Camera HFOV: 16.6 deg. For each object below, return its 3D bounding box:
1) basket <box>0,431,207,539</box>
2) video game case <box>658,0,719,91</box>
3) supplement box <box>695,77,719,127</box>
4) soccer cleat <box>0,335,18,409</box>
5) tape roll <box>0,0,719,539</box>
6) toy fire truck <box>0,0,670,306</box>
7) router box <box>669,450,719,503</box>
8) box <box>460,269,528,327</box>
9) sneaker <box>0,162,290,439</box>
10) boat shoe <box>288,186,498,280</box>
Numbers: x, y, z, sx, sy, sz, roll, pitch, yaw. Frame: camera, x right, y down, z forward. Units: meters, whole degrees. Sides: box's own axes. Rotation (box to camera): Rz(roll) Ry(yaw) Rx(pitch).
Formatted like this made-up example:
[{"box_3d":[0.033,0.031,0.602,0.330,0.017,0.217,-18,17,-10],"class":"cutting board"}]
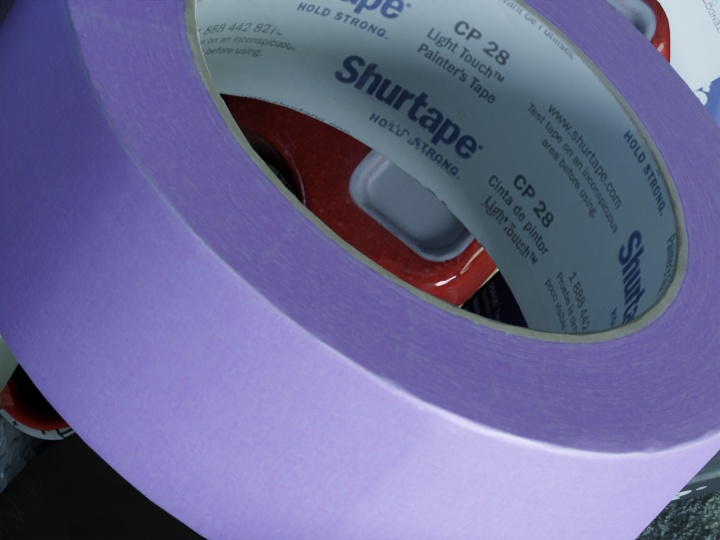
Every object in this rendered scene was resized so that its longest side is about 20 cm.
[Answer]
[{"box_3d":[-0.030,0.128,0.625,0.180,0.136,0.200,-49,-150,8],"class":"basket"},{"box_3d":[0.047,-0.176,0.788,0.181,0.045,0.200,53,6,-41],"class":"video game case"},{"box_3d":[0.043,-0.098,0.921,0.110,0.199,0.109,-72,171,-52],"class":"supplement box"},{"box_3d":[-0.149,0.071,0.664,0.077,0.069,0.201,12,105,-48],"class":"soccer cleat"},{"box_3d":[0.004,-0.016,0.599,0.066,0.200,0.200,-53,-179,35],"class":"tape roll"},{"box_3d":[-0.027,-0.045,0.730,0.200,0.168,0.112,-48,162,-14],"class":"toy fire truck"},{"box_3d":[0.057,0.027,0.956,0.051,0.199,0.150,139,-62,-64],"class":"router box"},{"box_3d":[0.016,0.086,0.740,0.200,0.032,0.122,-45,-146,30],"class":"box"},{"box_3d":[-0.061,-0.034,0.826,0.202,0.067,0.108,-62,171,18],"class":"sneaker"},{"box_3d":[0.000,0.000,0.810,0.200,0.071,0.065,-48,176,-32],"class":"boat shoe"}]
